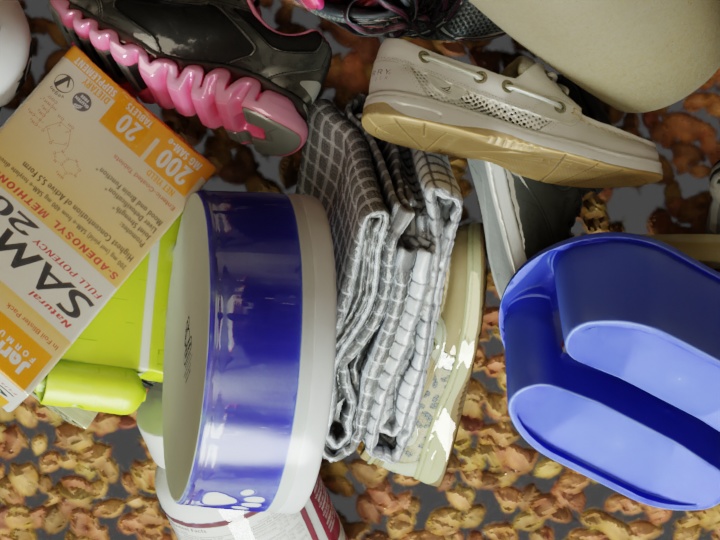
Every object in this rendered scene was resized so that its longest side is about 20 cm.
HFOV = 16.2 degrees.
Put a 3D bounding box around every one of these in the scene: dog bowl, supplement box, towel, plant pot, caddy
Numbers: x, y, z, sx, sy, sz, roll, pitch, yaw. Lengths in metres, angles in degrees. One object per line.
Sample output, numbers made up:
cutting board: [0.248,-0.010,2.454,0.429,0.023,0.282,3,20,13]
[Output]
dog bowl: [-0.073,0.050,1.591,0.078,0.200,0.201,4,118,-12]
supplement box: [-0.205,-0.027,1.630,0.126,0.200,0.074,40,159,-7]
towel: [0.000,0.000,1.643,0.085,0.166,0.201,6,118,-11]
plant pot: [0.141,-0.197,1.539,0.187,0.188,0.200,-24,126,20]
caddy: [0.181,0.057,1.590,0.199,0.105,0.141,27,127,-17]

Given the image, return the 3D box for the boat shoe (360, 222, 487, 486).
boat shoe: [0.046,0.057,1.722,0.062,0.073,0.201,12,116,1]

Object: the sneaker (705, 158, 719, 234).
sneaker: [0.317,-0.003,1.657,0.199,0.075,0.116,17,123,12]

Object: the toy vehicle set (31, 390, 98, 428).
toy vehicle set: [-0.267,0.037,1.742,0.200,0.124,0.027,38,81,-9]

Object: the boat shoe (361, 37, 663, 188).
boat shoe: [0.100,-0.100,1.562,0.199,0.070,0.071,14,165,-21]

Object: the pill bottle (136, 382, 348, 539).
pill bottle: [-0.078,0.164,1.765,0.109,0.110,0.201,-14,120,16]

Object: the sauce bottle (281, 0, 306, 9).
sauce bottle: [-0.007,-0.260,1.580,0.066,0.066,0.201,23,119,-2]

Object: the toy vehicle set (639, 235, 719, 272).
toy vehicle set: [0.243,0.063,1.669,0.124,0.027,0.201,0,129,32]

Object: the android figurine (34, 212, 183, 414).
android figurine: [-0.168,0.006,1.697,0.199,0.041,0.183,11,74,-17]

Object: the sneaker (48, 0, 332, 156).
sneaker: [-0.107,-0.152,1.656,0.199,0.079,0.096,25,74,14]

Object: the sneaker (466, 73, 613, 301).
sneaker: [0.131,-0.036,1.643,0.099,0.071,0.201,-16,104,-10]

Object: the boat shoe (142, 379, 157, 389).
boat shoe: [-0.183,0.030,1.752,0.074,0.066,0.199,-40,104,23]

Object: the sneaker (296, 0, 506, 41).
sneaker: [0.023,-0.172,1.576,0.199,0.075,0.081,7,123,-37]

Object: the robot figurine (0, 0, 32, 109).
robot figurine: [-0.303,-0.121,1.653,0.200,0.125,0.150,-38,94,23]
